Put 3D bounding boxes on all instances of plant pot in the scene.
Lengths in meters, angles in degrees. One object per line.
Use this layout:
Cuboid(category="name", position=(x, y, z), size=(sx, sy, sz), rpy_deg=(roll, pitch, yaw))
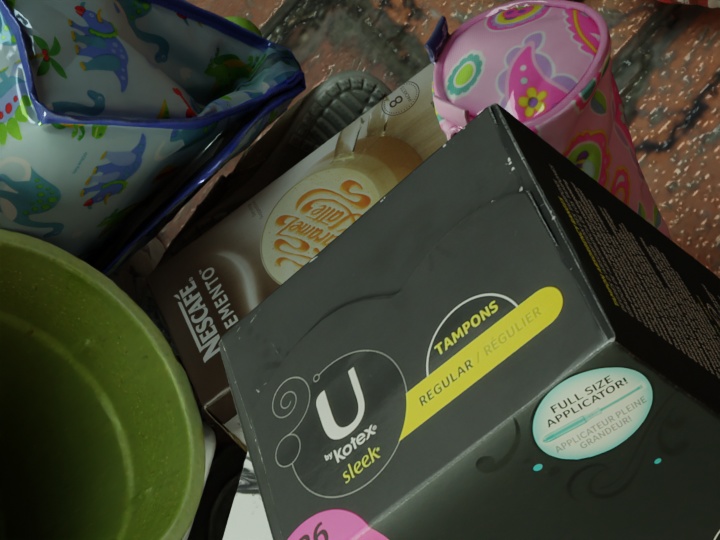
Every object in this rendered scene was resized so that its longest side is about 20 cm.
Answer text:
Cuboid(category="plant pot", position=(-0.210, 0.112, 0.942), size=(0.190, 0.199, 0.201), rpy_deg=(-43, 39, 40))

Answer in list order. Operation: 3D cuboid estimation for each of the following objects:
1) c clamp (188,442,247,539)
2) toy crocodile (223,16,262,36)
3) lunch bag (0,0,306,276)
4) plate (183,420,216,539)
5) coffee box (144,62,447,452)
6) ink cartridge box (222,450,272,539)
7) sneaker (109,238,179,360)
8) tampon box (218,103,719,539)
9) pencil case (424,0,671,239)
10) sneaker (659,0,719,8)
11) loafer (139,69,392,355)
Cuboid(category="c clamp", position=(-0.031, 0.134, 0.970), size=(0.170, 0.027, 0.201), rpy_deg=(-28, 47, 24))
Cuboid(category="toy crocodile", position=(-0.137, -0.102, 1.193), size=(0.199, 0.062, 0.068), rpy_deg=(-18, 52, 32))
Cuboid(category="lunch bag", position=(-0.147, -0.067, 1.003), size=(0.170, 0.199, 0.128), rpy_deg=(-40, 65, 35))
Cuboid(category="plate", position=(-0.173, 0.148, 1.037), size=(0.199, 0.032, 0.201), rpy_deg=(25, 99, 46))
Cuboid(category="coffee box", position=(0.000, 0.000, 0.974), size=(0.199, 0.080, 0.115), rpy_deg=(-37, 43, 5))
Cuboid(category="ink cartridge box", position=(0.012, 0.134, 0.845), size=(0.084, 0.144, 0.201), rpy_deg=(-4, 61, 38))
Cuboid(category="sneaker", position=(-0.161, 0.033, 1.118), size=(0.082, 0.077, 0.201), rpy_deg=(-38, 44, 24))
Cuboid(category="tampon box", position=(0.074, 0.065, 0.714), size=(0.150, 0.199, 0.127), rpy_deg=(-41, 44, 19))
Cuboid(category="pencil case", position=(0.093, -0.030, 0.843), size=(0.087, 0.201, 0.088), rpy_deg=(-14, 46, 15))
Cuboid(category="sneaker", position=(0.165, -0.234, 0.977), size=(0.115, 0.078, 0.201), rpy_deg=(10, 66, 13))
Cuboid(category="loafer", position=(-0.050, -0.032, 1.077), size=(0.200, 0.075, 0.070), rpy_deg=(-46, 12, 7))
